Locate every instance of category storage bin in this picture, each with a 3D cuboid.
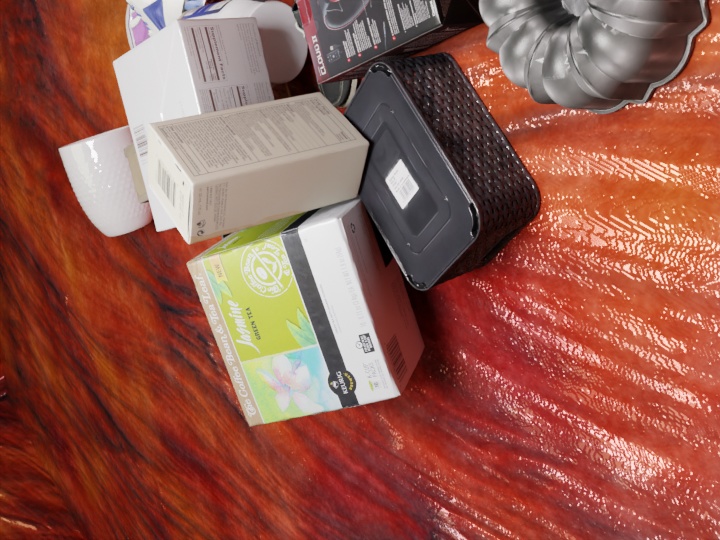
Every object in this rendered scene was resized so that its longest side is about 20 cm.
[{"bbox_3d":[0.071,-0.101,0.780,0.203,0.092,0.136,61,143,16],"label":"storage bin"}]

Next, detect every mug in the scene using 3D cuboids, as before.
[{"bbox_3d":[-0.461,-0.169,1.448,0.200,0.144,0.180,-123,16,-73],"label":"mug"}]

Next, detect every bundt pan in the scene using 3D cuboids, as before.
[{"bbox_3d":[0.169,-0.222,0.608,0.200,0.075,0.207,28,127,44],"label":"bundt pan"}]

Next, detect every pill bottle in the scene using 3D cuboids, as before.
[{"bbox_3d":[-0.159,-0.287,0.989,0.198,0.114,0.119,15,117,50],"label":"pill bottle"}]

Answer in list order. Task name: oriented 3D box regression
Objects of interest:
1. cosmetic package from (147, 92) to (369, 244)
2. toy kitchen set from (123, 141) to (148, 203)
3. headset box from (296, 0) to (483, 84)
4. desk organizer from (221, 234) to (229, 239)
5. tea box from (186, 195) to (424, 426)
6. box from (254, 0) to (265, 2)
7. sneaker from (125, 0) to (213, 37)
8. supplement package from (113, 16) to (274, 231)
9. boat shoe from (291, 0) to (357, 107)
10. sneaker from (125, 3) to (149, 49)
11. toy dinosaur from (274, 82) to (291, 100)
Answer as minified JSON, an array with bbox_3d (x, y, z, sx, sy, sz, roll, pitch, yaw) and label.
[{"bbox_3d":[-0.101,-0.107,0.761,0.104,0.196,0.074,49,141,33],"label":"cosmetic package"},{"bbox_3d":[-0.303,-0.188,1.172,0.198,0.178,0.168,-11,96,50],"label":"toy kitchen set"},{"bbox_3d":[0.011,-0.287,0.772,0.197,0.074,0.153,-11,96,46],"label":"headset box"},{"bbox_3d":[-0.136,0.000,1.116,0.071,0.076,0.205,-21,88,54],"label":"desk organizer"},{"bbox_3d":[-0.056,0.041,0.864,0.192,0.134,0.205,-15,103,23],"label":"tea box"},{"bbox_3d":[-0.129,-0.424,0.898,0.111,0.034,0.204,118,145,-46],"label":"box"},{"bbox_3d":[-0.285,-0.362,1.118,0.113,0.081,0.201,27,131,-7],"label":"sneaker"},{"bbox_3d":[-0.179,-0.164,0.884,0.154,0.109,0.206,-7,99,46],"label":"supplement package"},{"bbox_3d":[-0.052,-0.288,0.887,0.071,0.067,0.206,6,111,50],"label":"boat shoe"},{"bbox_3d":[-0.305,-0.395,1.180,0.114,0.072,0.205,36,132,35],"label":"sneaker"},{"bbox_3d":[-0.079,-0.180,0.958,0.199,0.106,0.061,38,94,26],"label":"toy dinosaur"}]
